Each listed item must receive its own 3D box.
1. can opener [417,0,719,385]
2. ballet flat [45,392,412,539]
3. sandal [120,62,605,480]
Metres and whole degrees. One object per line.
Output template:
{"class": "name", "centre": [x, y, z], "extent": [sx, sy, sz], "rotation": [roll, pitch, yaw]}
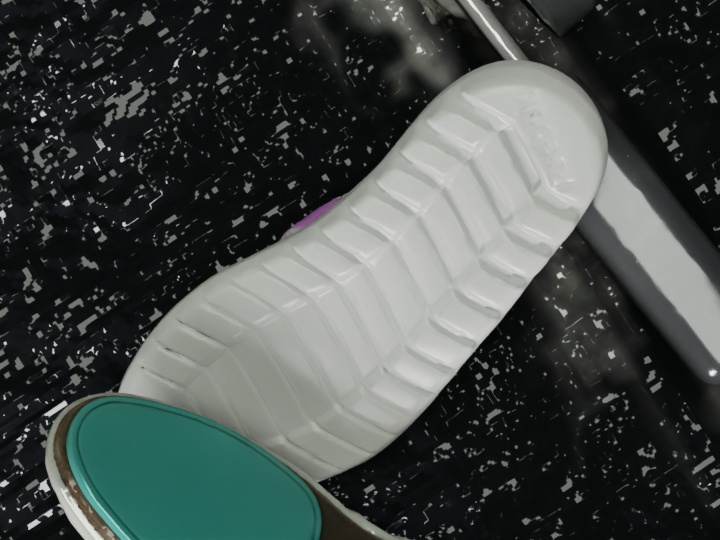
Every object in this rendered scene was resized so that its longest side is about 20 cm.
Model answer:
{"class": "can opener", "centre": [0.082, -0.056, 0.889], "extent": [0.067, 0.053, 0.200], "rotation": [-39, 88, 3]}
{"class": "ballet flat", "centre": [-0.019, 0.107, 0.874], "extent": [0.199, 0.069, 0.070], "rotation": [25, 90, -8]}
{"class": "sandal", "centre": [0.005, 0.006, 0.881], "extent": [0.202, 0.050, 0.083], "rotation": [-38, 104, 22]}
